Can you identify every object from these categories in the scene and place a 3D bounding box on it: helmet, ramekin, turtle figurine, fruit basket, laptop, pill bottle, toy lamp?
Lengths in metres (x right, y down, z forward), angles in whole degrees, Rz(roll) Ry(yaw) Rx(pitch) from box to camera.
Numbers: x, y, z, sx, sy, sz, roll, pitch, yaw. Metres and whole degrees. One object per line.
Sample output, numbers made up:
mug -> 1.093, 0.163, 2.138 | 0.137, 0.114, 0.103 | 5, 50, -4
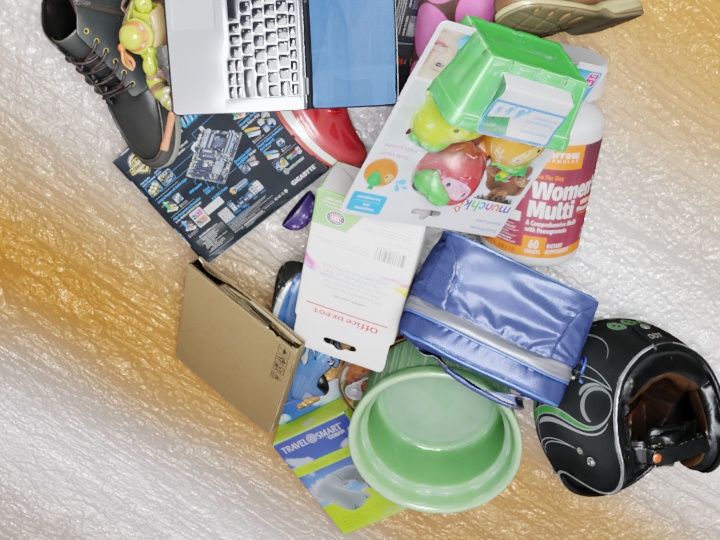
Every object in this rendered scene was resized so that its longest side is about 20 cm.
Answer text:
helmet -> 0.284, 0.155, 0.938 | 0.196, 0.190, 0.204 | 1, 86, -19
ramekin -> 0.088, 0.174, 0.990 | 0.196, 0.098, 0.203 | 4, 119, 7
turtle figurine -> -0.195, -0.231, 0.818 | 0.063, 0.162, 0.203 | 0, 118, 11
fruit basket -> 0.100, -0.108, 0.738 | 0.182, 0.094, 0.202 | 7, 127, -30
laptop -> -0.074, -0.230, 0.707 | 0.196, 0.116, 0.191 | -3, 100, -3
pill bottle -> 0.183, -0.115, 0.851 | 0.107, 0.110, 0.203 | 7, 120, 5
toy lamp -> -0.001, -0.005, 0.973 | 0.199, 0.058, 0.058 | 41, 117, -11

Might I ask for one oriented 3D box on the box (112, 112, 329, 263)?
box -> -0.151, -0.123, 0.937 | 0.199, 0.046, 0.159 | -35, 108, 24

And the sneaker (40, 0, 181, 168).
sneaker -> -0.255, -0.194, 0.852 | 0.074, 0.106, 0.203 | -16, 98, 24

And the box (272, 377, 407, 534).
box -> -0.024, 0.249, 1.120 | 0.121, 0.048, 0.201 | -27, 112, 21

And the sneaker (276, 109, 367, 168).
sneaker -> -0.037, -0.201, 0.860 | 0.115, 0.079, 0.200 | -35, 109, 25

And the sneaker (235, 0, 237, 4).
sneaker -> -0.120, -0.310, 0.807 | 0.089, 0.078, 0.204 | 4, 101, 42

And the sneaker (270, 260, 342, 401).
sneaker -> -0.065, 0.074, 1.023 | 0.087, 0.079, 0.203 | 1, 127, 0

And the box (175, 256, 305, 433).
box -> -0.149, 0.093, 1.004 | 0.163, 0.021, 0.201 | 37, 142, 12

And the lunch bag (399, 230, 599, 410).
lunch bag -> 0.141, 0.061, 0.866 | 0.197, 0.136, 0.134 | 25, 89, 7

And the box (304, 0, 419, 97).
box -> 0.027, -0.261, 0.788 | 0.155, 0.050, 0.203 | -5, 125, -29

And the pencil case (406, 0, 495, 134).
pencil case -> 0.094, -0.214, 0.772 | 0.092, 0.091, 0.203 | 6, 125, 0

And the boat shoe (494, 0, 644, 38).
boat shoe -> 0.179, -0.247, 0.748 | 0.071, 0.198, 0.069 | -10, 96, 47

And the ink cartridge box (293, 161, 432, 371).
ink cartridge box -> 0.000, 0.000, 0.900 | 0.115, 0.068, 0.203 | 18, 125, 5

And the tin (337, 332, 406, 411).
tin -> 0.068, 0.122, 1.042 | 0.197, 0.042, 0.113 | -17, 111, 17
